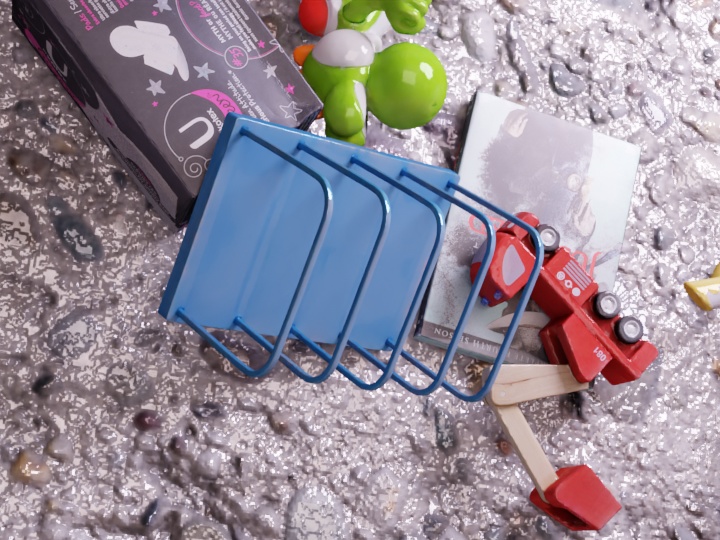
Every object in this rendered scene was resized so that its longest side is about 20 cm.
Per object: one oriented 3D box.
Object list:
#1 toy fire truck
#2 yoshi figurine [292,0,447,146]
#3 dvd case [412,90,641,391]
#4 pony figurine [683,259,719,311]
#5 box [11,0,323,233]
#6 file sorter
[{"bbox_3d":[0.136,0.073,0.994,0.141,0.049,0.200,-44,92,-18],"label":"toy fire truck"},{"bbox_3d":[0.017,-0.173,0.990,0.112,0.112,0.201,33,49,-43],"label":"yoshi figurine"},{"bbox_3d":[0.130,-0.023,1.049,0.145,0.022,0.201,18,76,-11],"label":"dvd case"},{"bbox_3d":[0.375,0.015,1.054,0.200,0.167,0.193,-39,82,-4],"label":"pony figurine"},{"bbox_3d":[-0.139,-0.144,0.942,0.115,0.132,0.200,-36,90,-17],"label":"box"},{"bbox_3d":[0.000,0.000,0.890,0.199,0.123,0.139,11,105,-40],"label":"file sorter"}]
